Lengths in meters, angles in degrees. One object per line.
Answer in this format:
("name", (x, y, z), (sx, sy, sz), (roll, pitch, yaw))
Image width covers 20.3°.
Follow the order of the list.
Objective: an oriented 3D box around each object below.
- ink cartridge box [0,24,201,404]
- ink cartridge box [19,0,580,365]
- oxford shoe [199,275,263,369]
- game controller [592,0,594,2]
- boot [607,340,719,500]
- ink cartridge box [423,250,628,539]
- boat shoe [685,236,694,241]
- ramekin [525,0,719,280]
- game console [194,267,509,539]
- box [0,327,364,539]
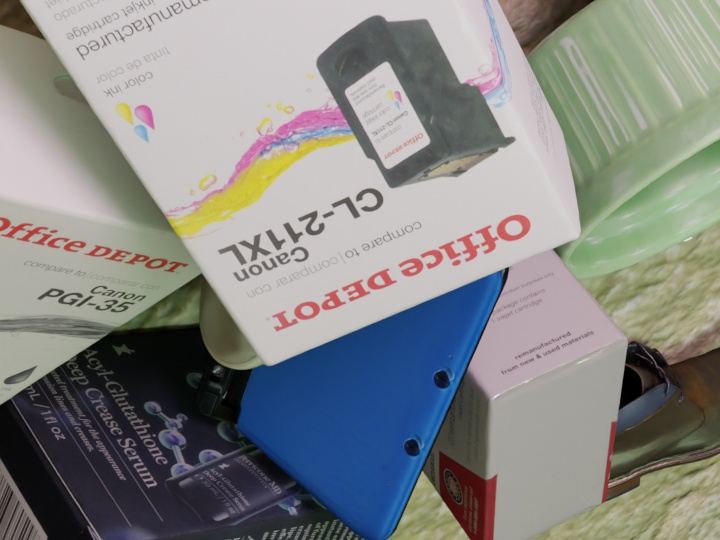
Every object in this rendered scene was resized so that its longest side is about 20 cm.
("ink cartridge box", (-0.176, -0.011, 0.866), (0.200, 0.083, 0.146), (-32, 152, 32))
("ink cartridge box", (-0.019, -0.078, 0.777), (0.146, 0.083, 0.200), (-23, 124, 13))
("oxford shoe", (-0.040, -0.043, 0.890), (0.058, 0.075, 0.200), (-11, 132, -46))
("game controller", (0.177, -0.168, 1.084), (0.104, 0.042, 0.200), (-32, 165, 13))
("boot", (0.221, 0.088, 1.413), (0.200, 0.075, 0.097), (-31, 147, -10))
("ink cartridge box", (0.051, 0.030, 1.081), (0.083, 0.200, 0.147), (-23, 141, -18))
("boat shoe", (0.182, -0.049, 1.230), (0.200, 0.069, 0.072), (16, 117, -50))
("ramekin", (0.168, -0.088, 1.061), (0.200, 0.098, 0.200), (-27, 166, -7))
("game console", (0.000, 0.000, 0.999), (0.118, 0.171, 0.200), (20, 126, -3))
("box", (-0.104, 0.120, 1.079), (0.200, 0.148, 0.107), (-5, 132, -41))
